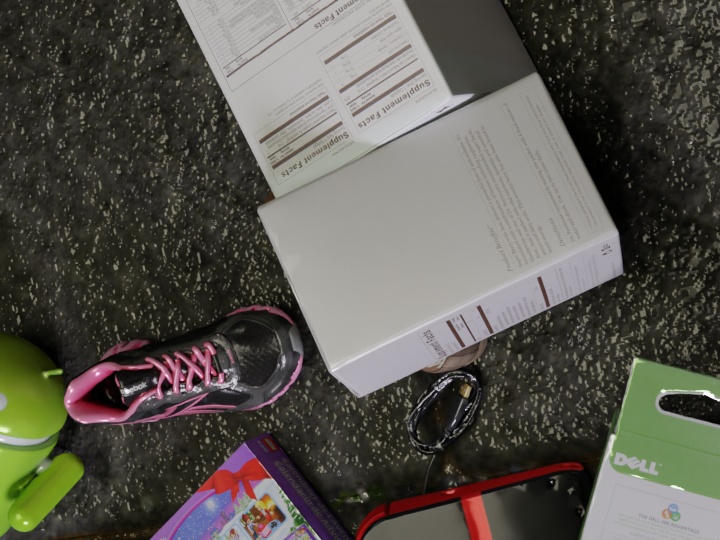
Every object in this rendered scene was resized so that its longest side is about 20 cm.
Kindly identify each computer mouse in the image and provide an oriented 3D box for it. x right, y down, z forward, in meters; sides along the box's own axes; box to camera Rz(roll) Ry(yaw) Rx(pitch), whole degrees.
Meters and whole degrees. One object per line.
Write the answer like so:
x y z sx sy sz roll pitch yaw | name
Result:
0.045 0.164 1.319 0.059 0.034 0.200 15 103 4 | computer mouse

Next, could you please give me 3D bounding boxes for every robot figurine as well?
-0.306 0.135 1.468 0.175 0.116 0.200 34 111 11 | robot figurine

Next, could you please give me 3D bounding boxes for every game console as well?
0.097 0.247 1.292 0.177 0.031 0.200 -15 91 8 | game console

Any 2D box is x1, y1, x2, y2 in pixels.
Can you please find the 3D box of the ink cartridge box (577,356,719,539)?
0.203 0.154 1.210 0.104 0.059 0.200 15 105 7 | ink cartridge box

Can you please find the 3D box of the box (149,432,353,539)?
-0.097 0.239 1.412 0.200 0.039 0.137 -46 75 26 | box

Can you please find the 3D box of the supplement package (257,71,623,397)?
0.055 -0.019 1.201 0.200 0.120 0.121 -25 75 3 | supplement package

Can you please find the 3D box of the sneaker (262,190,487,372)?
0.000 0.000 1.306 0.200 0.076 0.071 35 112 20 | sneaker

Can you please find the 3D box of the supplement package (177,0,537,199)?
-0.007 -0.170 1.243 0.151 0.152 0.200 -31 82 29 | supplement package

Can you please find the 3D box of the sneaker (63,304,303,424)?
-0.137 0.079 1.382 0.200 0.095 0.079 -18 87 28 | sneaker
